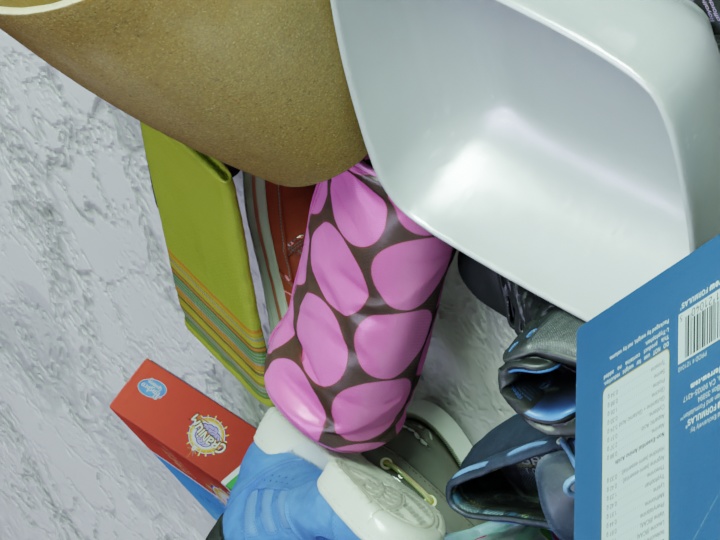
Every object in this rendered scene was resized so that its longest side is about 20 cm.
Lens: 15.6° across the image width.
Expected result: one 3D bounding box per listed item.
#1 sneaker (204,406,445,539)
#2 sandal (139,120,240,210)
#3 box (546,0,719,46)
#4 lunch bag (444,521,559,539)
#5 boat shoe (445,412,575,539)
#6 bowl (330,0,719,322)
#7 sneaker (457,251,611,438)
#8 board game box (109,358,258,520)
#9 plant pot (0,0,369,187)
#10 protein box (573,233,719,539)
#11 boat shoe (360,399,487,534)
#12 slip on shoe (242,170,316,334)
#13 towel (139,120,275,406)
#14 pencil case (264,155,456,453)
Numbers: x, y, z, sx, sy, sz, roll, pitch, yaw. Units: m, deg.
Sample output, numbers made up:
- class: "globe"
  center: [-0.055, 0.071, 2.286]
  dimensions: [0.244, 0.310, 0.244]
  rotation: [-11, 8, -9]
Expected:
- class: "sneaker"
  center: [-0.026, 0.154, 1.423]
  dimensions: [0.076, 0.112, 0.200]
  rotation: [26, -178, -27]
- class: "sandal"
  center: [-0.089, -0.073, 1.493]
  dimensions: [0.200, 0.043, 0.077]
  rotation: [-177, 77, -73]
- class: "box"
  center: [0.124, -0.169, 1.117]
  dimensions: [0.199, 0.036, 0.144]
  rotation: [2, 121, 57]
- class: "lunch bag"
  center: [0.053, 0.247, 1.366]
  dimensions: [0.121, 0.200, 0.171]
  rotation: [-21, 103, 37]
- class: "boat shoe"
  center: [0.117, 0.113, 1.289]
  dimensions: [0.200, 0.068, 0.085]
  rotation: [-14, 107, 59]
- class: "bowl"
  center: [0.087, -0.074, 1.163]
  dimensions: [0.199, 0.075, 0.201]
  rotation: [28, 153, 30]
- class: "sneaker"
  center: [0.090, 0.023, 1.276]
  dimensions: [0.199, 0.112, 0.074]
  rotation: [14, 130, 50]
- class: "board game box"
  center: [-0.048, 0.146, 1.618]
  dimensions: [0.199, 0.040, 0.153]
  rotation: [29, 164, 40]
- class: "plant pot"
  center: [-0.066, -0.133, 1.231]
  dimensions: [0.186, 0.187, 0.200]
  rotation: [22, 160, 45]
- class: "protein box"
  center: [0.191, 0.095, 1.049]
  dimensions: [0.198, 0.134, 0.201]
  rotation: [-38, 42, 53]
- class: "boat shoe"
  center: [0.065, 0.174, 1.512]
  dimensions: [0.202, 0.060, 0.072]
  rotation: [58, 151, -2]
- class: "slip on shoe"
  center: [-0.027, -0.016, 1.472]
  dimensions: [0.061, 0.074, 0.201]
  rotation: [-8, 108, 10]
- class: "towel"
  center: [-0.081, -0.009, 1.452]
  dimensions: [0.086, 0.018, 0.201]
  rotation: [42, 156, 32]
- class: "pencil case"
  center: [0.000, 0.000, 1.376]
  dimensions: [0.093, 0.091, 0.201]
  rotation: [22, 129, 9]
